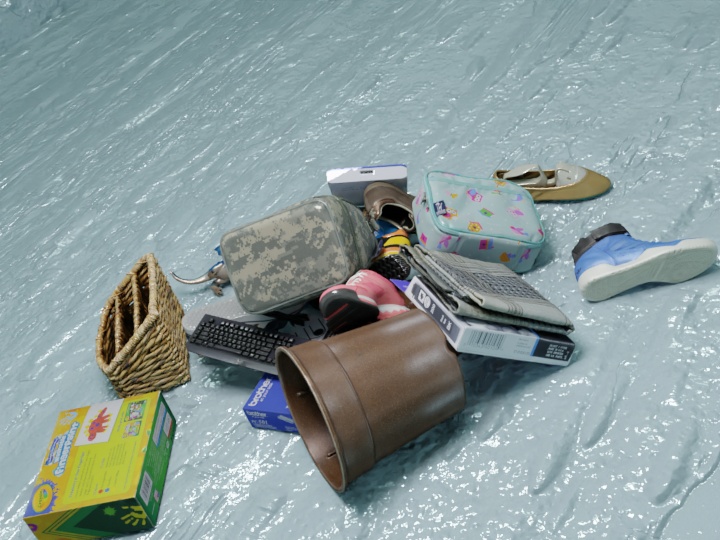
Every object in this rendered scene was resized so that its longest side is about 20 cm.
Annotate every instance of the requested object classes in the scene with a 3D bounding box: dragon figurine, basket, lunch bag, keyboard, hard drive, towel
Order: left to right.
[{"bbox_3d":[-0.368,0.092,1.529,0.142,0.150,0.200,-20,37,0],"label":"basket"},{"bbox_3d":[-0.228,-0.010,1.671,0.199,0.059,0.100,-7,37,16],"label":"dragon figurine"},{"bbox_3d":[-0.152,0.095,1.423,0.199,0.021,0.127,12,45,20],"label":"keyboard"},{"bbox_3d":[-0.082,-0.027,1.410,0.199,0.140,0.168,-21,2,19],"label":"lunch bag"},{"bbox_3d":[0.015,-0.144,1.629,0.131,0.026,0.200,-4,-7,2],"label":"hard drive"},{"bbox_3d":[0.180,-0.083,1.478,0.199,0.077,0.161,9,45,-15],"label":"lunch bag"},{"bbox_3d":[0.170,0.019,1.297,0.199,0.035,0.193,10,22,-29],"label":"towel"}]

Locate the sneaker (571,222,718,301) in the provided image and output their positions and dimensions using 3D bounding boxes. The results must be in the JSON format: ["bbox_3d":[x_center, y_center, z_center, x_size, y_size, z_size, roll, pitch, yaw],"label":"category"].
[{"bbox_3d":[0.407,-0.032,1.382,0.199,0.077,0.112,-18,45,13],"label":"sneaker"}]

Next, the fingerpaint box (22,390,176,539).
[{"bbox_3d":[-0.363,0.280,1.345,0.166,0.074,0.201,-13,36,8],"label":"fingerpaint box"}]

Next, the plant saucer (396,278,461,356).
[{"bbox_3d":[0.091,0.068,1.439,0.199,0.037,0.201,-13,35,10],"label":"plant saucer"}]

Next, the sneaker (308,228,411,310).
[{"bbox_3d":[0.000,0.000,1.510,0.199,0.070,0.090,-26,33,30],"label":"sneaker"}]

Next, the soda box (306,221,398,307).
[{"bbox_3d":[-0.025,-0.014,1.572,0.199,0.068,0.064,-24,36,-5],"label":"soda box"}]

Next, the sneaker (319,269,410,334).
[{"bbox_3d":[-0.002,0.038,1.301,0.074,0.200,0.087,-32,65,22],"label":"sneaker"}]

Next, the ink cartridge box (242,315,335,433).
[{"bbox_3d":[-0.085,0.150,1.407,0.093,0.044,0.200,1,41,29],"label":"ink cartridge box"}]

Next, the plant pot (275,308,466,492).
[{"bbox_3d":[0.018,0.154,1.240,0.197,0.201,0.200,-24,35,-17],"label":"plant pot"}]

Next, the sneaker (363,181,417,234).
[{"bbox_3d":[0.097,-0.082,1.551,0.199,0.071,0.076,13,42,-17],"label":"sneaker"}]

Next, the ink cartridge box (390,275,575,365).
[{"bbox_3d":[0.168,0.056,1.316,0.197,0.044,0.200,10,22,-31],"label":"ink cartridge box"}]

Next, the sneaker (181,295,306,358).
[{"bbox_3d":[-0.179,0.083,1.514,0.199,0.080,0.079,-14,37,-5],"label":"sneaker"}]

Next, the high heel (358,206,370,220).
[{"bbox_3d":[-0.011,-0.060,1.619,0.142,0.072,0.200,5,33,40],"label":"high heel"}]

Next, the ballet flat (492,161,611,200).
[{"bbox_3d":[0.317,-0.150,1.592,0.199,0.063,0.069,-6,38,18],"label":"ballet flat"}]
